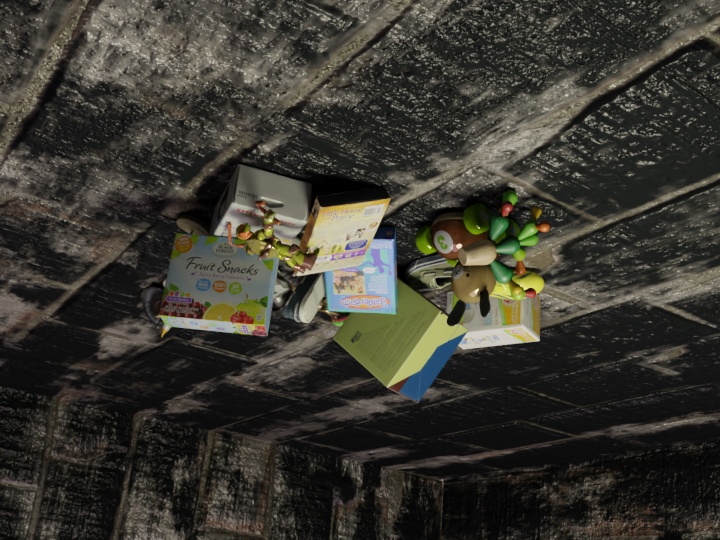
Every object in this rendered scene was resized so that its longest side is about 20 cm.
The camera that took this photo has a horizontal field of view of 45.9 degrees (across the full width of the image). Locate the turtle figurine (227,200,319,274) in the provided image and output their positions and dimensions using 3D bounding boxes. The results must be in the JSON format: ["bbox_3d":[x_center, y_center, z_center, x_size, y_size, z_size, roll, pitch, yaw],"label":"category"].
[{"bbox_3d":[-0.155,-0.048,1.501,0.160,0.065,0.200,24,150,-15],"label":"turtle figurine"}]

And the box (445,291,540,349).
[{"bbox_3d":[0.304,0.104,1.952,0.198,0.114,0.101,-9,152,32],"label":"box"}]

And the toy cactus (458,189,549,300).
[{"bbox_3d":[0.256,-0.035,1.518,0.163,0.203,0.102,-13,-157,-23],"label":"toy cactus"}]

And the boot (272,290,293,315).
[{"bbox_3d":[-0.250,0.026,1.918,0.157,0.080,0.210,35,161,-30],"label":"boot"}]

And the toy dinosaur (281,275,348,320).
[{"bbox_3d":[-0.112,0.062,1.912,0.199,0.059,0.101,34,156,-8],"label":"toy dinosaur"}]

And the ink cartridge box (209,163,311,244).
[{"bbox_3d":[-0.190,-0.106,1.595,0.144,0.084,0.200,14,156,-18],"label":"ink cartridge box"}]

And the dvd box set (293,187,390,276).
[{"bbox_3d":[-0.038,-0.070,1.586,0.145,0.030,0.201,-11,147,-26],"label":"dvd box set"}]

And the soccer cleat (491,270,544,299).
[{"bbox_3d":[0.293,0.032,1.823,0.197,0.066,0.084,3,-173,9],"label":"soccer cleat"}]

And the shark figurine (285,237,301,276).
[{"bbox_3d":[-0.154,-0.035,1.755,0.127,0.091,0.214,-9,155,27],"label":"shark figurine"}]

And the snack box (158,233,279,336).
[{"bbox_3d":[-0.261,0.026,1.595,0.197,0.171,0.068,7,157,2],"label":"snack box"}]

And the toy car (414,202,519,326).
[{"bbox_3d":[0.201,0.002,1.619,0.157,0.203,0.163,21,152,-34],"label":"toy car"}]

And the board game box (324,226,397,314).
[{"bbox_3d":[0.000,0.000,1.753,0.150,0.045,0.202,2,130,6],"label":"board game box"}]

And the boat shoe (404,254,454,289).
[{"bbox_3d":[0.162,0.006,1.815,0.071,0.063,0.199,19,155,-30],"label":"boat shoe"}]

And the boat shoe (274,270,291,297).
[{"bbox_3d":[-0.188,0.021,1.742,0.070,0.064,0.200,-25,172,-4],"label":"boat shoe"}]

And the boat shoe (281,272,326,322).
[{"bbox_3d":[-0.105,0.037,1.803,0.061,0.201,0.076,7,133,20],"label":"boat shoe"}]

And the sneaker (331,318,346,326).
[{"bbox_3d":[0.024,0.095,2.064,0.198,0.078,0.083,-5,173,30],"label":"sneaker"}]

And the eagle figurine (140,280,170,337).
[{"bbox_3d":[-0.464,0.094,2.109,0.153,0.150,0.200,57,174,-14],"label":"eagle figurine"}]

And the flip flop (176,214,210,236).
[{"bbox_3d":[-0.305,-0.035,1.710,0.200,0.057,0.081,47,160,8],"label":"flip flop"}]

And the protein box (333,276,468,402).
[{"bbox_3d":[0.087,0.141,1.871,0.200,0.200,0.135,37,-178,40],"label":"protein box"}]
